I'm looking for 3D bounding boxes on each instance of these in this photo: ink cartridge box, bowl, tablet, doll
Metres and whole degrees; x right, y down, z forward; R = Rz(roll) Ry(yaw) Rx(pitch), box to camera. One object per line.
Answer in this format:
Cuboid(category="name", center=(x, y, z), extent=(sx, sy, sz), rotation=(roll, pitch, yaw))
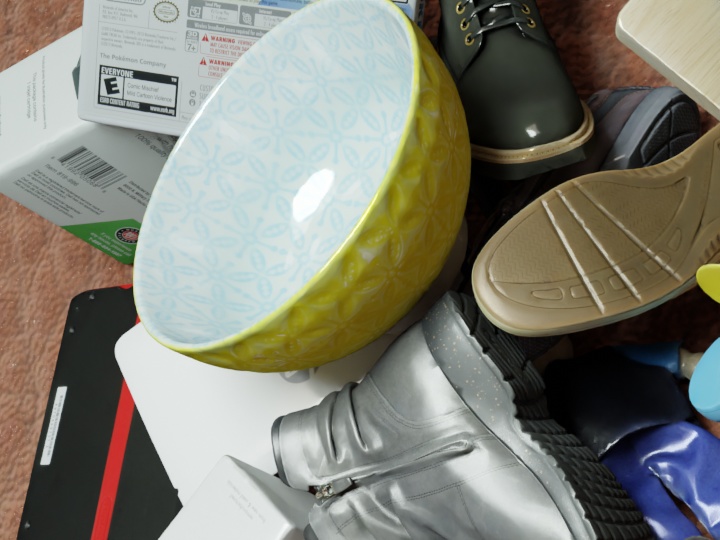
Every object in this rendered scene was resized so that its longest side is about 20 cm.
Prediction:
Cuboid(category="ink cartridge box", center=(-0.082, 0.208, 0.790), extent=(0.200, 0.116, 0.067), rotation=(-53, 50, 2))
Cuboid(category="bowl", center=(-0.010, -0.026, 0.743), extent=(0.200, 0.108, 0.201), rotation=(-32, 40, 32))
Cuboid(category="tablet", center=(-0.040, 0.034, 0.822), extent=(0.200, 0.014, 0.130), rotation=(-37, 60, 12))
Cuboid(category="ink cartridge box", center=(-0.119, -0.098, 0.950), extent=(0.200, 0.147, 0.083), rotation=(-23, 56, 22))
Cuboid(category="doll", center=(0.128, 0.091, 0.738), extent=(0.136, 0.049, 0.200), rotation=(-32, 48, -6))

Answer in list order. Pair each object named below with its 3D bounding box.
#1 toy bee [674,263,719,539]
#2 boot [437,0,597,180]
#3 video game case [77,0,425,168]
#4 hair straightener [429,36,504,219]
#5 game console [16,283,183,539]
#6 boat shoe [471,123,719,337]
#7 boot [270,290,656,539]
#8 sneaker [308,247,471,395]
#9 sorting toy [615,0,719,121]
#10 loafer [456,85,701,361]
Cuboid(category="toy bee", center=(0.208, 0.055, 0.652), extent=(0.109, 0.131, 0.200), rotation=(-38, 43, 43))
Cuboid(category="boot", center=(0.065, -0.142, 0.785), extent=(0.077, 0.139, 0.200), rotation=(-15, 28, -5))
Cuboid(category="video game case", center=(-0.060, -0.159, 0.819), extent=(0.199, 0.022, 0.183), rotation=(11, 105, 19))
Cuboid(category="hair straightener", center=(0.046, -0.082, 0.893), extent=(0.077, 0.041, 0.200), rotation=(-42, 50, 11))
Cuboid(category="game console", center=(-0.137, 0.099, 0.945), extent=(0.177, 0.031, 0.201), rotation=(-9, 62, 37))
Cuboid(category="boat shoe", center=(0.141, -0.014, 0.724), extent=(0.200, 0.065, 0.071), rotation=(-23, 69, -17))
Cuboid(category="boot", center=(0.050, 0.122, 0.689), extent=(0.132, 0.070, 0.200), rotation=(-41, 62, 19))
Cuboid(category="sneaker", center=(0.000, 0.001, 0.868), extent=(0.115, 0.081, 0.200), rotation=(-41, 57, 7))
Cuboid(category="sorting toy", center=(0.257, -0.133, 0.684), extent=(0.199, 0.070, 0.200), rotation=(42, 88, 14))
Cuboid(category="loafer", center=(0.103, -0.025, 0.785), extent=(0.063, 0.072, 0.200), rotation=(21, 58, 42))
